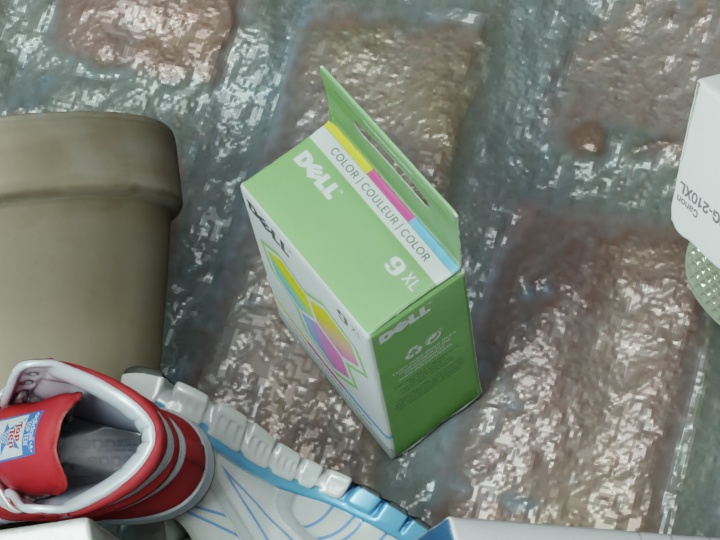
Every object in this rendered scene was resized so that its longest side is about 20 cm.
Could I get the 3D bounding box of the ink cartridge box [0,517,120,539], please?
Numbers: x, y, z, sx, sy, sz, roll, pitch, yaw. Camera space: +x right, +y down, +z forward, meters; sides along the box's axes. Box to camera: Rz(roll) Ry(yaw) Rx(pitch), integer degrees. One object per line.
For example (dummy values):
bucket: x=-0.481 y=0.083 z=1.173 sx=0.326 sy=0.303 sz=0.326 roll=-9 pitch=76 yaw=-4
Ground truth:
ink cartridge box: x=-0.197 y=0.190 z=1.227 sx=0.200 sy=0.125 sz=0.129 roll=-9 pitch=78 yaw=1

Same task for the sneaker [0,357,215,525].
sneaker: x=-0.170 y=0.084 z=1.235 sx=0.200 sy=0.112 sz=0.071 roll=-8 pitch=77 yaw=5

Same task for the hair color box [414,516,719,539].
hair color box: x=0.109 y=0.172 z=1.275 sx=0.200 sy=0.061 sz=0.100 roll=8 pitch=57 yaw=-37

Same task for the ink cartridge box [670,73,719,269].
ink cartridge box: x=0.271 y=-0.042 z=1.352 sx=0.200 sy=0.084 sz=0.145 roll=-15 pitch=40 yaw=-28

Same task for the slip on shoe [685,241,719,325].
slip on shoe: x=0.258 y=0.016 z=1.402 sx=0.200 sy=0.074 sz=0.061 roll=13 pitch=32 yaw=17

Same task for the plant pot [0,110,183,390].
plant pot: x=-0.175 y=0.032 z=1.374 sx=0.200 sy=0.200 sz=0.174 roll=-10 pitch=82 yaw=0

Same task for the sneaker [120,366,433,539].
sneaker: x=-0.043 y=0.125 z=1.339 sx=0.200 sy=0.075 sz=0.087 roll=29 pitch=81 yaw=-19

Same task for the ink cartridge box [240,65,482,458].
ink cartridge box: x=0.000 y=0.000 z=1.350 sx=0.059 sy=0.200 sz=0.104 roll=-35 pitch=66 yaw=-11
